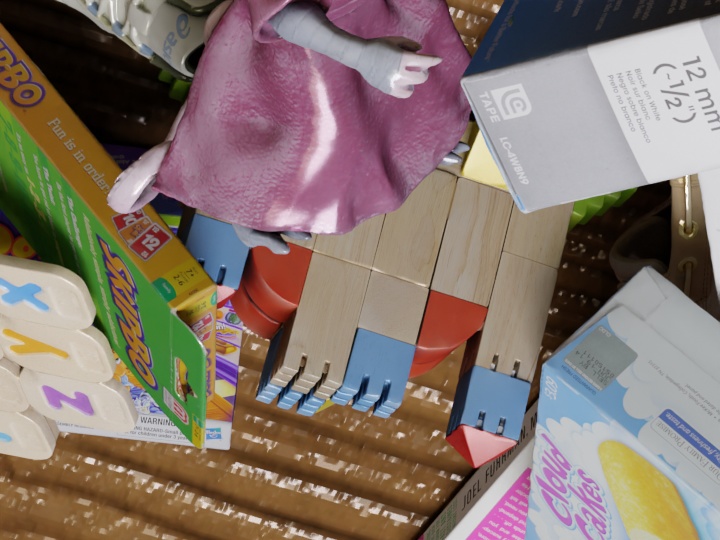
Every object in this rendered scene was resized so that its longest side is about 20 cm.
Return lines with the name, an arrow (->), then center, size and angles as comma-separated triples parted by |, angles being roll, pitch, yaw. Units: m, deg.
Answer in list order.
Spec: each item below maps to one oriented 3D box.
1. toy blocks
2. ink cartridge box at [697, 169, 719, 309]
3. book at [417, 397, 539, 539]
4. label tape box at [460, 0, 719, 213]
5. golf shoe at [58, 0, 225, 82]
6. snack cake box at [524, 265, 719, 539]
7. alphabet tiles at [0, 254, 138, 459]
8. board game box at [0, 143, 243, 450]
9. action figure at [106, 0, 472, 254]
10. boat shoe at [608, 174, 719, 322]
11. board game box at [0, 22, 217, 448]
toy blocks -> 0.000, 0.000, 1.221 | 0.200, 0.137, 0.100 | 18, 160, -9
ink cartridge box -> 0.197, -0.003, 1.180 | 0.109, 0.050, 0.200 | 9, 132, 29
book -> 0.109, 0.131, 1.408 | 0.133, 0.048, 0.200 | 28, 125, -16
label tape box -> 0.151, -0.100, 1.069 | 0.200, 0.143, 0.066 | -10, 120, 28
golf shoe -> -0.081, -0.119, 1.171 | 0.199, 0.097, 0.078 | 8, 132, -1
snack cake box -> 0.132, 0.099, 1.244 | 0.115, 0.067, 0.200 | 39, 157, 21
alphabet tiles -> -0.191, 0.015, 1.238 | 0.195, 0.015, 0.200 | 9, 148, 17
board game box -> -0.149, 0.005, 1.314 | 0.199, 0.045, 0.135 | 6, 130, -2
action figure -> -0.019, -0.113, 1.069 | 0.149, 0.134, 0.200 | 10, 135, 23
boat shoe -> 0.140, -0.005, 1.277 | 0.069, 0.074, 0.200 | 7, 121, 0
board game box -> -0.114, -0.024, 1.194 | 0.030, 0.200, 0.096 | -30, 157, -18
